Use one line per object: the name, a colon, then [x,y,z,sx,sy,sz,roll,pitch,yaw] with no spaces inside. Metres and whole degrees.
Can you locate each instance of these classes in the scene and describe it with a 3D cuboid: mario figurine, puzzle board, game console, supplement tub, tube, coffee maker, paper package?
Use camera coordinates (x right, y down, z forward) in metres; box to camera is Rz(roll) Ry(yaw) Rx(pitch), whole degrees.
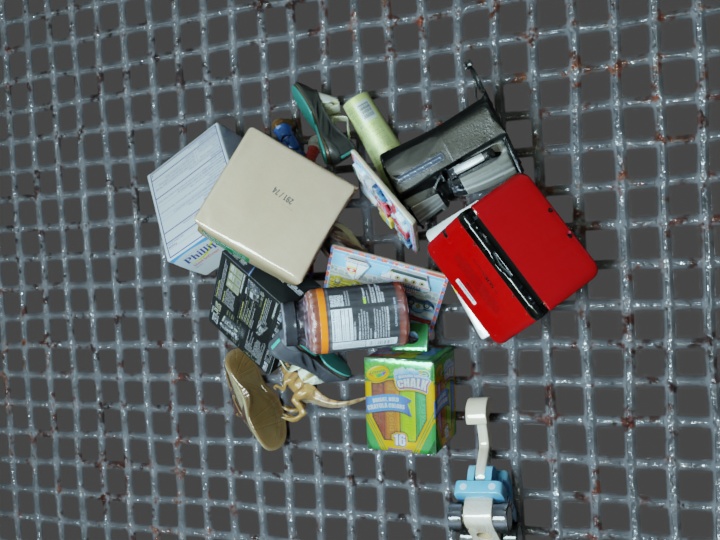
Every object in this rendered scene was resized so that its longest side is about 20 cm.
mario figurine: [-0.105,-0.169,1.528,0.200,0.106,0.124,60,146,20]
puzzle board: [0.035,0.043,1.431,0.199,0.017,0.151,15,129,3]
game console: [0.234,-0.017,1.337,0.200,0.119,0.172,54,142,8]
supplement tub: [-0.025,0.077,1.361,0.199,0.107,0.108,-5,92,-6]
tube: [0.040,-0.210,1.469,0.200,0.052,0.058,59,151,5]
coffee maker: [0.138,-0.195,1.379,0.199,0.135,0.193,-26,66,12]
paper package: [-0.139,-0.098,1.382,0.200,0.103,0.191,30,79,-3]
puzzle board: [0.041,-0.106,1.388,0.017,0.200,0.151,-39,78,-3]

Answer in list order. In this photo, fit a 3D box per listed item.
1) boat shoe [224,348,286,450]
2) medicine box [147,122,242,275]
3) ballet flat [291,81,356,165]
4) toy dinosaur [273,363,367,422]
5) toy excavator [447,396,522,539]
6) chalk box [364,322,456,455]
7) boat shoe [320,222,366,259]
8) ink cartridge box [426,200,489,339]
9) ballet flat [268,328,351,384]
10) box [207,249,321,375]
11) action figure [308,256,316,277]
boat shoe: [-0.203,0.245,1.593,0.201,0.072,0.072,60,148,9]
medicine box: [-0.270,-0.127,1.540,0.182,0.103,0.201,-32,61,21]
ballet flat: [-0.059,-0.260,1.486,0.068,0.068,0.200,-20,58,-7]
toy dinosaur: [-0.097,0.224,1.544,0.200,0.060,0.107,32,103,18]
toy excavator: [0.204,0.337,1.408,0.099,0.201,0.195,-7,135,22]
chalk box: [0.084,0.189,1.424,0.124,0.124,0.201,-1,97,23]
boat shoe: [0.000,0.000,1.468,0.072,0.072,0.200,-44,85,19]
ink cartridge box: [0.206,-0.004,1.398,0.116,0.067,0.201,-30,83,21]
ballet flat: [-0.092,0.155,1.469,0.073,0.200,0.073,-15,59,26]
box: [-0.173,0.059,1.503,0.164,0.086,0.200,39,140,16]
action figure: [-0.106,-0.005,1.506,0.051,0.065,0.201,3,124,24]
